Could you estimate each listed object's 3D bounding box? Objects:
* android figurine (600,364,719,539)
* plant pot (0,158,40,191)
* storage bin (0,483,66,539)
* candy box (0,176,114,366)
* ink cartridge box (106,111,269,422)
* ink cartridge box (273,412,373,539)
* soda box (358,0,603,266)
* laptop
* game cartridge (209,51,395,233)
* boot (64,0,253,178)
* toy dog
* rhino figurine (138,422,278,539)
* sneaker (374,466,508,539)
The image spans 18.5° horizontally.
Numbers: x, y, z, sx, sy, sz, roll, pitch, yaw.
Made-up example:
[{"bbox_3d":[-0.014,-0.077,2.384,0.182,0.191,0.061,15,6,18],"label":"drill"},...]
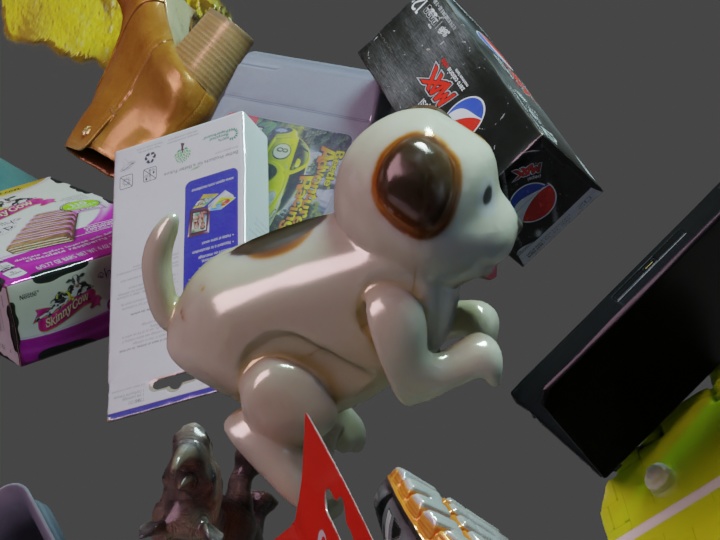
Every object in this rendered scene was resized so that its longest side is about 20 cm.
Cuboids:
[{"bbox_3d":[0.178,0.127,1.040,0.182,0.041,0.200,-34,40,22],"label":"android figurine"},{"bbox_3d":[-0.356,-0.029,1.656,0.200,0.161,0.201,-29,41,29],"label":"plant pot"},{"bbox_3d":[-0.204,0.243,1.273,0.200,0.134,0.146,-48,36,3],"label":"storage bin"},{"bbox_3d":[-0.222,-0.004,1.513,0.136,0.061,0.200,-19,22,-31],"label":"candy box"},{"bbox_3d":[-0.106,0.003,1.376,0.099,0.039,0.201,-15,56,21],"label":"ink cartridge box"},{"bbox_3d":[-0.041,0.195,1.108,0.160,0.047,0.201,-122,38,-62],"label":"ink cartridge box"},{"bbox_3d":[0.068,-0.091,1.330,0.071,0.063,0.200,-43,36,12],"label":"soda box"},{"bbox_3d":[0.143,0.002,1.087,0.177,0.103,0.200,-44,23,-1],"label":"laptop"},{"bbox_3d":[-0.055,-0.046,1.422,0.133,0.041,0.201,14,70,30],"label":"game cartridge"},{"bbox_3d":[-0.174,-0.147,1.636,0.144,0.071,0.201,-50,40,-4],"label":"boot"},{"bbox_3d":[0.000,0.000,1.209,0.200,0.194,0.140,-46,-2,17],"label":"toy dog"},{"bbox_3d":[-0.084,0.138,1.212,0.060,0.200,0.088,10,69,8],"label":"rhino figurine"},{"bbox_3d":[0.042,0.170,1.114,0.077,0.078,0.200,-52,28,12],"label":"sneaker"}]
